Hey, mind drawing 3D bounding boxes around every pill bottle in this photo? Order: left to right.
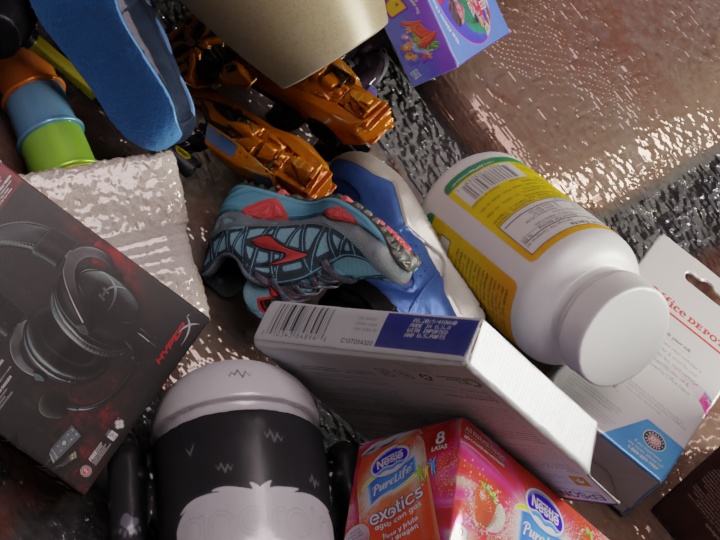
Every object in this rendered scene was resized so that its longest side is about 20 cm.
[{"bbox_3d":[0.138,0.001,1.615,0.113,0.113,0.200,-13,35,-30],"label":"pill bottle"}]

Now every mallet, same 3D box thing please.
[{"bbox_3d":[-0.200,-0.142,1.596,0.200,0.041,0.066,36,31,-24],"label":"mallet"}]

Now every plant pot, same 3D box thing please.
[{"bbox_3d":[-0.070,-0.240,1.552,0.187,0.187,0.200,-38,100,-37],"label":"plant pot"}]

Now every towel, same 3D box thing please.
[{"bbox_3d":[-0.212,-0.007,1.510,0.200,0.034,0.133,-12,92,-18],"label":"towel"}]

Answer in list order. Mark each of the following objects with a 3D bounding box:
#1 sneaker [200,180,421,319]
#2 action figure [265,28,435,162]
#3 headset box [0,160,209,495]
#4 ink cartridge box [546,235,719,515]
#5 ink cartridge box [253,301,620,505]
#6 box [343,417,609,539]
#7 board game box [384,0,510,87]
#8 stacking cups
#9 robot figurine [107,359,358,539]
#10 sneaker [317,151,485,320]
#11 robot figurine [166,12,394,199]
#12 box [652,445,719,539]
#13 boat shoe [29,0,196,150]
[{"bbox_3d":[-0.039,0.000,1.558,0.079,0.200,0.096,42,69,-37],"label":"sneaker"},{"bbox_3d":[0.005,-0.180,1.739,0.130,0.069,0.200,38,58,-18],"label":"action figure"},{"bbox_3d":[-0.228,0.033,1.446,0.200,0.077,0.149,39,77,-13],"label":"headset box"},{"bbox_3d":[0.221,0.078,1.683,0.115,0.068,0.200,39,53,3],"label":"ink cartridge box"},{"bbox_3d":[0.058,0.090,1.474,0.200,0.196,0.043,41,63,-41],"label":"ink cartridge box"},{"bbox_3d":[0.085,0.197,1.477,0.200,0.095,0.100,42,44,-37],"label":"box"},{"bbox_3d":[0.040,-0.260,1.724,0.200,0.045,0.134,65,27,-7],"label":"board game box"},{"bbox_3d":[-0.234,-0.116,1.598,0.060,0.061,0.200,-9,65,-29],"label":"stacking cups"},{"bbox_3d":[-0.081,0.159,1.461,0.150,0.125,0.200,29,44,-48],"label":"robot figurine"},{"bbox_3d":[0.000,-0.001,1.624,0.111,0.077,0.200,-20,64,-26],"label":"sneaker"},{"bbox_3d":[-0.081,-0.134,1.640,0.200,0.058,0.145,32,71,22],"label":"robot figurine"},{"bbox_3d":[0.313,0.139,1.605,0.100,0.200,0.075,-32,75,-37],"label":"box"},{"bbox_3d":[-0.185,-0.174,1.549,0.200,0.084,0.069,67,19,3],"label":"boat shoe"}]
